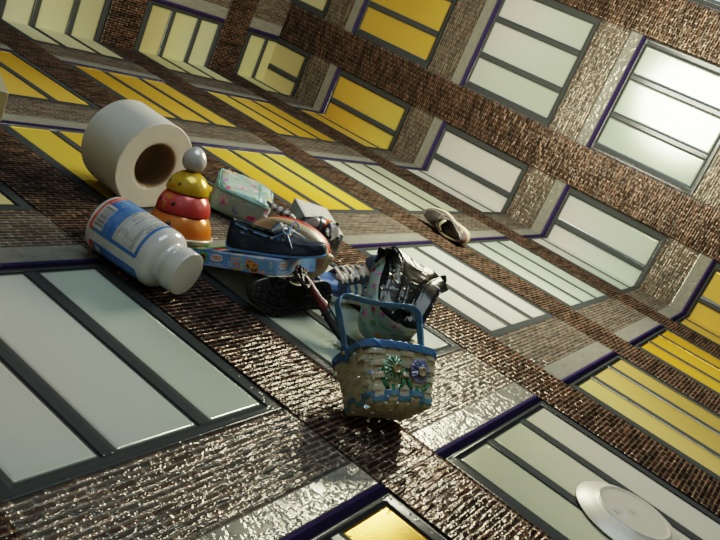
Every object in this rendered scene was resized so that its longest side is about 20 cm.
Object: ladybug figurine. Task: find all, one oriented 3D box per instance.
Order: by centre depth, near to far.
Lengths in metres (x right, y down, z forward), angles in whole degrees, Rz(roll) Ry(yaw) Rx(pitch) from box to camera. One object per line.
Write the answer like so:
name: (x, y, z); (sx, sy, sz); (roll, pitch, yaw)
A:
ladybug figurine: (-0.142, -0.055, 1.669); (0.199, 0.136, 0.072); (20, 40, 18)

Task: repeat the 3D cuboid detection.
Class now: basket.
basket: (0.042, 0.141, 1.312); (0.176, 0.139, 0.201); (9, 58, -33)

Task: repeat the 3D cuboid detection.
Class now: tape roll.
tape roll: (-0.494, -0.259, 1.750); (0.139, 0.203, 0.202); (36, 21, 30)

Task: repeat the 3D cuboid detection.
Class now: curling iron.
curling iron: (-0.074, 0.076, 1.507); (0.200, 0.026, 0.050); (57, 29, 7)

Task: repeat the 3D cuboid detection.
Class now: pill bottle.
pill bottle: (-0.382, -0.040, 1.410); (0.200, 0.113, 0.112); (32, 19, 19)

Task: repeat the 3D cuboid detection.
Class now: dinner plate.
dinner plate: (0.460, 0.417, 1.340); (0.200, 0.024, 0.200); (21, 18, -7)

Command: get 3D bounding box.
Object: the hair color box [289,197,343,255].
hair color box: (-0.119, -0.117, 2.060); (0.099, 0.061, 0.200); (16, 19, -23)

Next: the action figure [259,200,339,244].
action figure: (-0.142, -0.108, 1.864); (0.193, 0.105, 0.200); (9, -12, 6)

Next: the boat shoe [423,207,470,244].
boat shoe: (0.286, -0.155, 2.686); (0.200, 0.072, 0.065); (42, 19, 29)

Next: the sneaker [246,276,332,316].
sneaker: (-0.156, 0.046, 1.562); (0.087, 0.076, 0.200); (13, 5, 44)

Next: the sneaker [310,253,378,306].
sneaker: (0.000, 0.000, 1.712); (0.200, 0.147, 0.081); (17, 30, -36)

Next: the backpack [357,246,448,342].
backpack: (0.077, 0.065, 1.597); (0.166, 0.127, 0.200); (26, 41, -6)

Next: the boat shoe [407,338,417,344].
boat shoe: (0.097, 0.179, 1.478); (0.065, 0.072, 0.200); (27, 12, 12)

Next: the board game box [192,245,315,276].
board game box: (-0.212, -0.021, 1.586); (0.199, 0.037, 0.151); (9, 8, 26)

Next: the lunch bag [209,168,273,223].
lunch bag: (-0.296, -0.186, 2.000); (0.160, 0.077, 0.200); (20, 18, -13)

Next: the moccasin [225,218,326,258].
moccasin: (-0.163, -0.063, 1.523); (0.199, 0.068, 0.080); (6, 7, 2)

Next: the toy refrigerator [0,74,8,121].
toy refrigerator: (-0.913, -0.437, 1.922); (0.070, 0.076, 0.200); (11, 23, -36)

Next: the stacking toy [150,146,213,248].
stacking toy: (-0.356, -0.154, 1.605); (0.146, 0.201, 0.146); (13, 10, -2)
